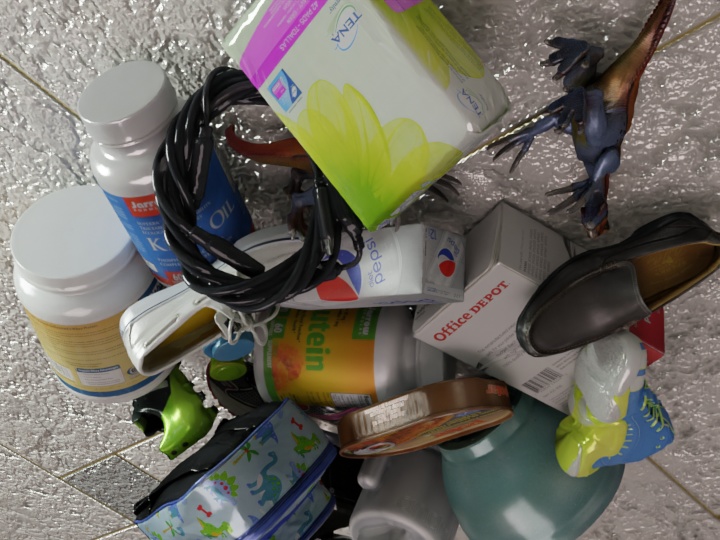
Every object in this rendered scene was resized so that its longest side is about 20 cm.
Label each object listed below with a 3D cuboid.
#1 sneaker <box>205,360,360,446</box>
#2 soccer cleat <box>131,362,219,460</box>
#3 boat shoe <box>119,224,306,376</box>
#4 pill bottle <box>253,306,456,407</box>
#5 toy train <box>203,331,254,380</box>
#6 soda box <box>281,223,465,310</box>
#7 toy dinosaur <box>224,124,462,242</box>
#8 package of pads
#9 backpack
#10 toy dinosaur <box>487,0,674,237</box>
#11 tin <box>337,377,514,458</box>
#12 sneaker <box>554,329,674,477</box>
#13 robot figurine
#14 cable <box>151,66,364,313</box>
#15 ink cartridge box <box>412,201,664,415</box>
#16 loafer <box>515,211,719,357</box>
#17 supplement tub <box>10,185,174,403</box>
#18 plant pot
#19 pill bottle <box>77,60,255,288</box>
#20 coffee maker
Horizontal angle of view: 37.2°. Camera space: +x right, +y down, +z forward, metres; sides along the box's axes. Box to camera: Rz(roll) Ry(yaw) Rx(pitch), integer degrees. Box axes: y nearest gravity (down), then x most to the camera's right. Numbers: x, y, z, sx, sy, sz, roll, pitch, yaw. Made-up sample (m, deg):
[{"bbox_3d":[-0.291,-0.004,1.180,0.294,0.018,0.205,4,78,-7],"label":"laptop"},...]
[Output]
[{"bbox_3d":[-0.081,0.134,1.235,0.198,0.081,0.075,16,124,-14],"label":"sneaker"},{"bbox_3d":[-0.229,0.132,1.192,0.081,0.200,0.068,-43,130,-6],"label":"soccer cleat"},{"bbox_3d":[-0.119,0.036,0.963,0.201,0.086,0.075,-27,138,-3],"label":"boat shoe"},{"bbox_3d":[-0.003,0.088,1.123,0.198,0.112,0.112,1,139,15],"label":"pill bottle"},{"bbox_3d":[-0.144,0.064,1.118,0.084,0.117,0.201,-6,152,-12],"label":"toy train"},{"bbox_3d":[0.000,0.000,1.006,0.199,0.064,0.068,-4,169,40],"label":"soda box"},{"bbox_3d":[0.002,-0.100,0.927,0.200,0.105,0.181,40,116,-14],"label":"toy dinosaur"},{"bbox_3d":[0.003,-0.152,0.820,0.200,0.068,0.154,51,135,0],"label":"package of pads"},{"bbox_3d":[-0.113,0.230,1.101,0.147,0.183,0.200,48,142,-1],"label":"backpack"},{"bbox_3d":[0.198,-0.101,0.860,0.199,0.106,0.181,-25,148,23],"label":"toy dinosaur"},{"bbox_3d":[0.063,0.150,1.080,0.199,0.042,0.111,-25,151,37],"label":"tin"},{"bbox_3d":[0.253,0.122,1.010,0.104,0.076,0.201,-3,142,-13],"label":"sneaker"},{"bbox_3d":[0.058,0.266,1.236,0.112,0.201,0.170,-15,123,35],"label":"robot figurine"},{"bbox_3d":[-0.093,-0.070,0.895,0.162,0.051,0.202,-20,92,1],"label":"cable"},{"bbox_3d":[0.172,0.041,1.040,0.199,0.083,0.147,28,138,-18],"label":"ink cartridge box"},{"bbox_3d":[0.226,0.014,0.928,0.199,0.072,0.073,-34,104,-3],"label":"loafer"},{"bbox_3d":[-0.269,0.027,1.100,0.143,0.146,0.201,6,140,9],"label":"supplement tub"},{"bbox_3d":[0.165,0.197,1.155,0.199,0.201,0.134,-26,111,38],"label":"plant pot"},{"bbox_3d":[-0.177,-0.084,0.969,0.111,0.113,0.201,-3,138,19],"label":"pill bottle"},{"bbox_3d":[-0.071,0.266,1.345,0.192,0.135,0.199,44,133,-18],"label":"coffee maker"}]
